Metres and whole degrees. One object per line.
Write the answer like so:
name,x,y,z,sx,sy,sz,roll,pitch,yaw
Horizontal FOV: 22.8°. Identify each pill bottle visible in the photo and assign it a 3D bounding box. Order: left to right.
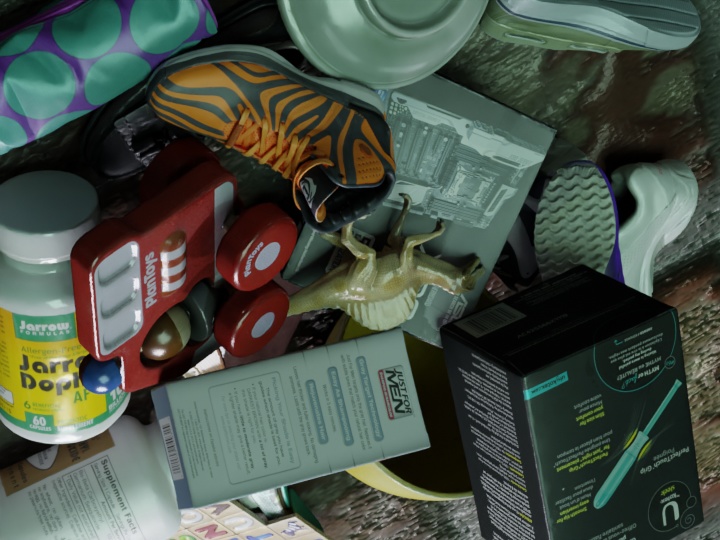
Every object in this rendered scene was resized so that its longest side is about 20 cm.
pill bottle,-0.239,0.027,1.390,0.112,0.113,0.201,-12,130,-18
pill bottle,-0.213,0.190,1.531,0.199,0.115,0.115,-24,133,-8

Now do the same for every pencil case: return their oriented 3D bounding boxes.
pencil case,-0.205,-0.162,1.275,0.199,0.085,0.093,-30,130,-3

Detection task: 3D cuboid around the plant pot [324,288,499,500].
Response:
plant pot,0.036,0.114,1.561,0.199,0.202,0.142,1,162,-28

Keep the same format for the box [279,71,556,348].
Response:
box,0.044,-0.056,1.435,0.157,0.050,0.201,24,98,-9

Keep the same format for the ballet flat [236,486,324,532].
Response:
ballet flat,-0.089,0.213,1.651,0.071,0.069,0.201,-18,135,3

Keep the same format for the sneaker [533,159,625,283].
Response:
sneaker,0.191,-0.007,1.528,0.069,0.100,0.202,-2,113,13

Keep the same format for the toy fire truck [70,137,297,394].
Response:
toy fire truck,-0.145,0.012,1.324,0.168,0.112,0.201,-35,151,-30

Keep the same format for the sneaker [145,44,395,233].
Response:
sneaker,-0.056,-0.093,1.295,0.199,0.113,0.078,7,139,-27

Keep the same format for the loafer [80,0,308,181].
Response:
loafer,-0.126,-0.131,1.354,0.199,0.063,0.072,-37,134,4

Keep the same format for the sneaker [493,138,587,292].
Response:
sneaker,0.106,-0.028,1.542,0.198,0.079,0.130,-21,125,-24

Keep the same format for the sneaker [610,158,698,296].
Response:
sneaker,0.222,-0.016,1.616,0.099,0.078,0.201,7,113,-34

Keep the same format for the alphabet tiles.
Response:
alphabet tiles,-0.109,0.262,1.663,0.166,0.008,0.200,-20,140,27

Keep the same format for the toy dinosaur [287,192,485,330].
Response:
toy dinosaur,0.000,0.000,1.387,0.198,0.058,0.102,-11,103,-3

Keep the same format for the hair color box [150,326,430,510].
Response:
hair color box,-0.055,0.116,1.403,0.198,0.061,0.100,-13,86,-19

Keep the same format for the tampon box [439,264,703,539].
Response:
tampon box,0.171,0.125,1.434,0.149,0.126,0.201,-22,116,-21

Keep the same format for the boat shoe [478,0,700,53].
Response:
boat shoe,0.186,-0.212,1.458,0.199,0.072,0.062,8,147,-27

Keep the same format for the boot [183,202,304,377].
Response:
boot,-0.071,0.049,1.519,0.166,0.073,0.200,-41,129,11

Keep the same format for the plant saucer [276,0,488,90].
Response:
plant saucer,0.031,-0.230,1.323,0.199,0.050,0.202,-11,111,-29
